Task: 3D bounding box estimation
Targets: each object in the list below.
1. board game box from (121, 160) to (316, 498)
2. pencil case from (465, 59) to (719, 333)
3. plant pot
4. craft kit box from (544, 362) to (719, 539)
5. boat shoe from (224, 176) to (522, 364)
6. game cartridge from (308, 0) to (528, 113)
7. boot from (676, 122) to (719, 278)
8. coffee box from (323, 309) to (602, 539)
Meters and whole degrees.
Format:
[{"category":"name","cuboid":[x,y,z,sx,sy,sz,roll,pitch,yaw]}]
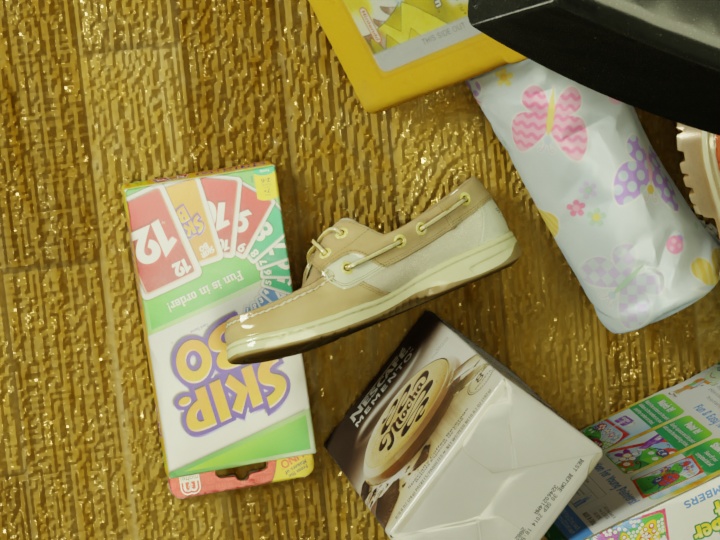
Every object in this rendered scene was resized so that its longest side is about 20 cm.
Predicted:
[{"category":"board game box","cuboid":[-0.086,0.039,1.545,0.095,0.030,0.202,-9,102,-7]},{"category":"pencil case","cuboid":[0.146,-0.061,1.534,0.090,0.083,0.201,-30,101,9]},{"category":"plant pot","cuboid":[0.165,-0.187,1.315,0.176,0.200,0.201,8,88,-17]},{"category":"craft kit box","cuboid":[0.200,0.115,1.510,0.196,0.200,0.049,-27,102,-3]},{"category":"boat shoe","cuboid":[0.000,0.000,1.525,0.199,0.074,0.067,-21,87,-23]},{"category":"game cartridge","cuboid":[0.041,-0.196,1.458,0.032,0.199,0.177,-38,105,-44]},{"category":"boot","cuboid":[0.267,-0.029,1.512,0.106,0.075,0.201,-5,138,23]},{"category":"coffee box","cuboid":[0.057,0.107,1.487,0.080,0.200,0.113,36,91,-15]}]
